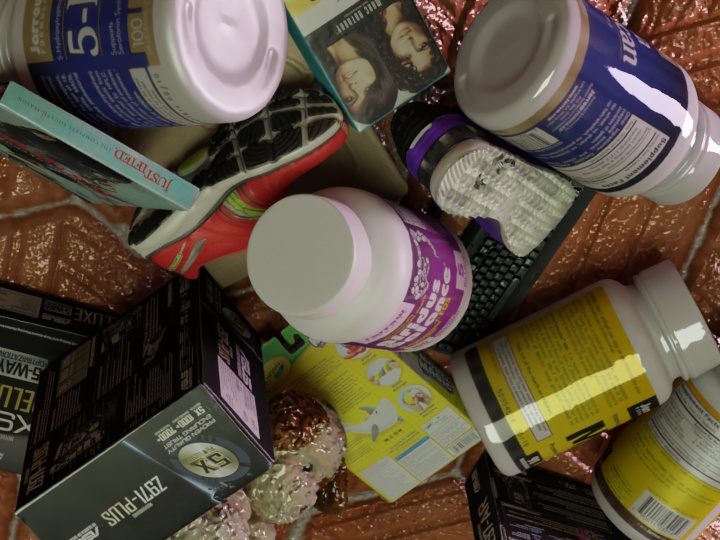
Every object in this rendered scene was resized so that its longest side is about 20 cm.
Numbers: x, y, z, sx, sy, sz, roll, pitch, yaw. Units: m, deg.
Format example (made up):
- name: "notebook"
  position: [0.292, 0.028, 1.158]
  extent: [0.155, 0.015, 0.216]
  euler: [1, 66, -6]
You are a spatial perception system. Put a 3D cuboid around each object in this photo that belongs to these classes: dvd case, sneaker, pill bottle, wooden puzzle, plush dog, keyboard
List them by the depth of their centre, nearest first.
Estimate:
- name: "pill bottle"
  position: [-0.159, -0.153, 0.906]
  extent: [0.199, 0.120, 0.120]
  euler: [1, 130, 35]
- name: "dvd case"
  position: [-0.212, -0.084, 0.951]
  extent: [0.146, 0.200, 0.022]
  euler: [30, 80, -29]
- name: "pill bottle"
  position: [0.172, -0.120, 0.989]
  extent: [0.199, 0.111, 0.111]
  euler: [24, 119, -36]
- name: "pill bottle"
  position: [0.000, 0.000, 1.000]
  extent: [0.112, 0.113, 0.200]
  euler: [-36, 161, 17]
- name: "sneaker"
  position: [-0.079, -0.060, 1.001]
  extent: [0.200, 0.077, 0.085]
  euler: [-31, 130, 28]
- name: "sneaker"
  position: [0.087, -0.078, 1.017]
  extent: [0.070, 0.100, 0.200]
  euler: [-49, 149, 9]
- name: "wooden puzzle"
  position: [-0.086, -0.095, 1.040]
  extent: [0.185, 0.046, 0.200]
  euler: [-26, 125, 13]
- name: "plush dog"
  position: [-0.089, 0.167, 1.115]
  extent: [0.171, 0.161, 0.200]
  euler: [-29, 153, -6]
- name: "keyboard"
  position: [0.093, -0.016, 1.116]
  extent: [0.127, 0.021, 0.200]
  euler: [22, 117, -18]
- name: "pill bottle"
  position: [0.184, 0.077, 1.122]
  extent: [0.199, 0.114, 0.115]
  euler: [-27, 121, 8]
- name: "pill bottle"
  position: [0.295, 0.142, 1.178]
  extent: [0.109, 0.109, 0.200]
  euler: [26, 117, -19]

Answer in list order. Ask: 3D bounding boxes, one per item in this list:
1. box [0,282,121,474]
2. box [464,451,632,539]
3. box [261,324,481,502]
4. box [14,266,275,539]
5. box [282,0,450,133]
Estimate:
- name: "box"
  position: [-0.234, 0.107, 1.150]
  extent: [0.199, 0.050, 0.158]
  euler: [16, 119, -15]
- name: "box"
  position: [0.198, 0.253, 1.212]
  extent: [0.199, 0.160, 0.044]
  euler: [19, 120, -16]
- name: "box"
  position: [0.001, 0.104, 1.170]
  extent: [0.117, 0.048, 0.200]
  euler: [-37, 120, 19]
- name: "box"
  position: [-0.157, 0.108, 1.011]
  extent: [0.163, 0.200, 0.086]
  euler: [-35, 114, 8]
- name: "box"
  position: [-0.022, -0.199, 0.930]
  extent: [0.082, 0.049, 0.200]
  euler: [-35, 120, -3]
